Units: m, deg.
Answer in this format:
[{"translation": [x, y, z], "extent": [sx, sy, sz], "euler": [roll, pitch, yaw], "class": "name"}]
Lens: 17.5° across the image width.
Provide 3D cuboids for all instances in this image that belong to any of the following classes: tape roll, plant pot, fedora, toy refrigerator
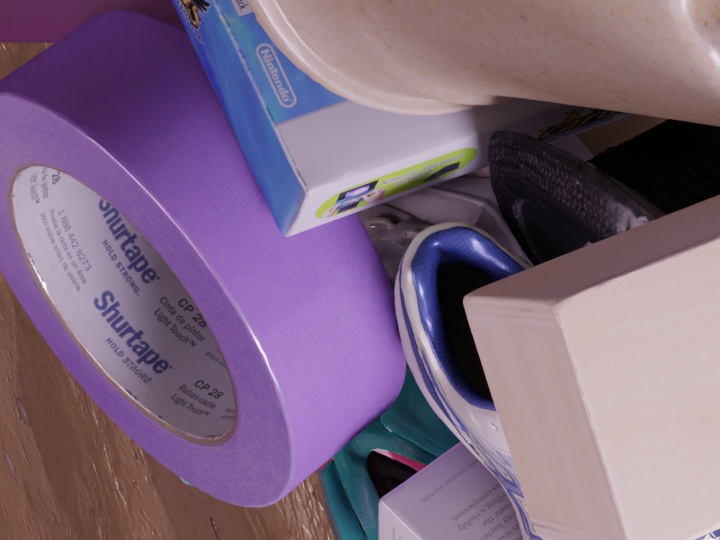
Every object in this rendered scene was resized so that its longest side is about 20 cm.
[{"translation": [-0.074, -0.003, 0.942], "extent": [0.200, 0.066, 0.200], "euler": [39, 152, 25], "class": "tape roll"}, {"translation": [0.086, -0.125, 0.724], "extent": [0.183, 0.200, 0.201], "euler": [26, 134, 48], "class": "plant pot"}, {"translation": [0.132, -0.002, 0.807], "extent": [0.201, 0.092, 0.201], "euler": [49, 175, 5], "class": "fedora"}, {"translation": [0.136, 0.009, 0.672], "extent": [0.070, 0.200, 0.076], "euler": [2, 112, 69], "class": "toy refrigerator"}]

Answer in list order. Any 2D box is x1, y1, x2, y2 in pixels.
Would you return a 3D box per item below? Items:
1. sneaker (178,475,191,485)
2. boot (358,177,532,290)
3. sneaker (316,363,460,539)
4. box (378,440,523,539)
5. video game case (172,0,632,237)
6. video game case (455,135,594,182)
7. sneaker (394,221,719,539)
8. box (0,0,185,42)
[{"translation": [-0.022, 0.030, 1.144], "extent": [0.079, 0.200, 0.131], "euler": [-11, 91, 44], "class": "sneaker"}, {"translation": [0.000, 0.000, 1.019], "extent": [0.200, 0.095, 0.074], "euler": [0, 113, 67], "class": "boot"}, {"translation": [0.044, 0.145, 1.062], "extent": [0.200, 0.121, 0.084], "euler": [56, 175, 8], "class": "sneaker"}, {"translation": [0.117, 0.144, 0.907], "extent": [0.200, 0.124, 0.098], "euler": [41, 150, 30], "class": "box"}, {"translation": [0.015, -0.134, 0.883], "extent": [0.200, 0.181, 0.045], "euler": [64, 158, 14], "class": "video game case"}, {"translation": [0.065, -0.011, 1.021], "extent": [0.200, 0.024, 0.182], "euler": [54, 157, 25], "class": "video game case"}, {"translation": [0.076, 0.067, 0.829], "extent": [0.200, 0.075, 0.088], "euler": [47, 174, 18], "class": "sneaker"}, {"translation": [-0.086, -0.199, 1.012], "extent": [0.097, 0.176, 0.200], "euler": [106, 155, -45], "class": "box"}]
